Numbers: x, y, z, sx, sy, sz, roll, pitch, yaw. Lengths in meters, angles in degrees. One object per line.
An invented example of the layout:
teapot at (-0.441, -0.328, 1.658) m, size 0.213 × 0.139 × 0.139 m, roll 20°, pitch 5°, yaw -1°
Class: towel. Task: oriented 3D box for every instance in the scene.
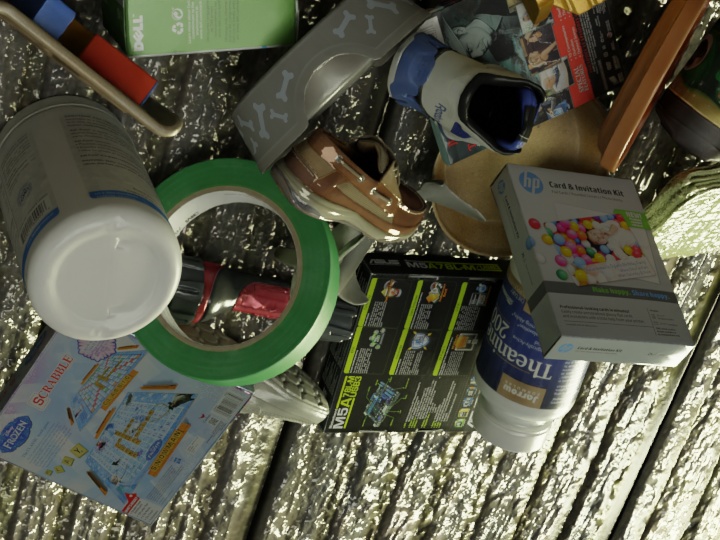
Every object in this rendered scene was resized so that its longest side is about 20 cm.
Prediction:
towel at (0.355, -0.064, 1.684) m, size 0.147 × 0.037 × 0.200 m, roll -9°, pitch 157°, yaw -20°

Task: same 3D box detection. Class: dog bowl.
dog bowl at (-0.030, -0.172, 1.405) m, size 0.200 × 0.200 × 0.059 m, roll -42°, pitch 94°, yaw 9°

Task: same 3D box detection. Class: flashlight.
flashlight at (-0.100, 0.032, 1.581) m, size 0.198 × 0.068 × 0.069 m, roll 13°, pitch 84°, yaw -25°

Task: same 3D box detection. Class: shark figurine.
shark figurine at (0.007, -0.014, 1.577) m, size 0.214 × 0.128 × 0.090 m, roll -39°, pitch 118°, yaw -18°

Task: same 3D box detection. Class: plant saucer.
plant saucer at (0.275, -0.188, 1.540) m, size 0.032 × 0.200 × 0.202 m, roll 28°, pitch 114°, yaw 7°
plant saucer at (0.155, -0.108, 1.619) m, size 0.198 × 0.036 × 0.202 m, roll -12°, pitch 127°, yaw -16°

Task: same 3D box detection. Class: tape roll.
tape roll at (-0.119, 0.002, 1.478) m, size 0.199 × 0.202 × 0.048 m, roll -33°, pitch 166°, yaw 2°

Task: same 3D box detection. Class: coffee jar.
coffee jar at (0.372, -0.203, 1.592) m, size 0.085 × 0.104 × 0.201 m, roll 34°, pitch 103°, yaw -6°

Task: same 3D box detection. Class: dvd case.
dvd case at (0.146, -0.203, 1.524) m, size 0.198 × 0.022 × 0.147 m, roll -26°, pitch 114°, yaw -13°

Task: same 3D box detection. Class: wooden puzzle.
wooden puzzle at (-0.244, -0.191, 1.297) m, size 0.199 × 0.185 × 0.047 m, roll 33°, pitch 92°, yaw -38°

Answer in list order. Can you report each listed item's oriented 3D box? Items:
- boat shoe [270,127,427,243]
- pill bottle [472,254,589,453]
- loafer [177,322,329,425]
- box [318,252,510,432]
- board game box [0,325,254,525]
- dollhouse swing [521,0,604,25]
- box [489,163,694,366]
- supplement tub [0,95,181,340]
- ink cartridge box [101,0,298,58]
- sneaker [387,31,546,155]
boat shoe at (0.005, -0.077, 1.428) m, size 0.072 × 0.076 × 0.199 m, roll -50°, pitch 152°, yaw 17°
pill bottle at (0.178, 0.081, 1.656) m, size 0.110 × 0.111 × 0.202 m, roll 2°, pitch 122°, yaw -24°
loafer at (-0.121, 0.113, 1.636) m, size 0.199 × 0.070 × 0.070 m, roll 27°, pitch 115°, yaw -27°
box at (0.063, 0.079, 1.703) m, size 0.191 × 0.048 × 0.202 m, roll 3°, pitch 121°, yaw -23°
board game box at (-0.236, 0.132, 1.570) m, size 0.198 × 0.041 × 0.200 m, roll 28°, pitch 117°, yaw -22°
dollhouse swing at (0.222, -0.319, 1.398) m, size 0.199 × 0.176 × 0.183 m, roll -30°, pitch 109°, yaw -1°
box at (0.221, -0.005, 1.567) m, size 0.154 × 0.202 × 0.041 m, roll 6°, pitch 141°, yaw -27°
supplement tub at (-0.235, -0.047, 1.386) m, size 0.130 × 0.201 × 0.133 m, roll -11°, pitch 127°, yaw -15°
ink cartridge box at (-0.160, -0.220, 1.355) m, size 0.197 × 0.104 × 0.060 m, roll -7°, pitch 115°, yaw -19°
sneaker at (0.115, -0.136, 1.420) m, size 0.199 × 0.115 × 0.081 m, roll 13°, pitch 106°, yaw -58°
